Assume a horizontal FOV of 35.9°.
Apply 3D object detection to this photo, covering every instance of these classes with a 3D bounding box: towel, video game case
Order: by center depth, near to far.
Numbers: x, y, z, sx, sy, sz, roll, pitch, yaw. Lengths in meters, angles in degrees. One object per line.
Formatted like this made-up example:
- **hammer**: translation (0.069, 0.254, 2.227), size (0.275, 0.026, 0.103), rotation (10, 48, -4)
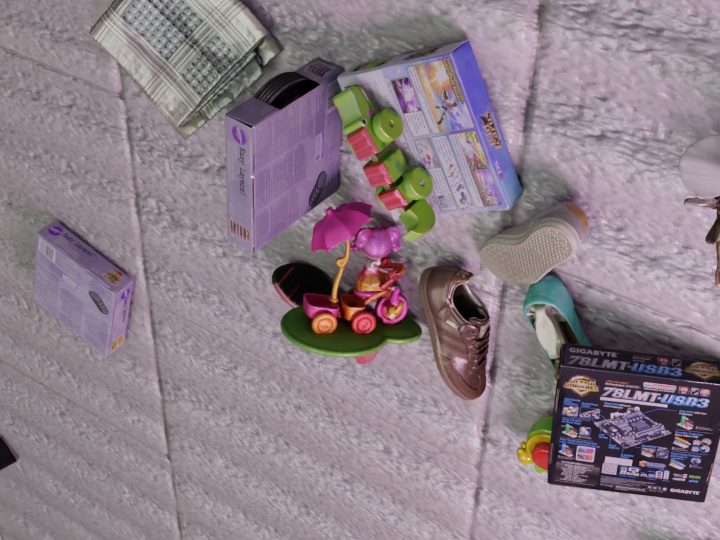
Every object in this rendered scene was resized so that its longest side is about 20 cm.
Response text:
- **video game case**: translation (0.084, -0.164, 1.341), size (0.180, 0.045, 0.201), rotation (-2, 119, 43)
- **towel**: translation (-0.228, -0.296, 1.441), size (0.192, 0.035, 0.200), rotation (-39, 102, 20)

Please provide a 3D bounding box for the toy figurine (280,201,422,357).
- **toy figurine**: translation (0.000, 0.000, 1.484), size (0.150, 0.198, 0.185), rotation (-119, 34, -62)

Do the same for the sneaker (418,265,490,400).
- **sneaker**: translation (0.138, 0.088, 1.470), size (0.075, 0.070, 0.201), rotation (-2, 119, 40)

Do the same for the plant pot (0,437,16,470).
- **plant pot**: translation (-0.958, 0.421, 2.589), size (0.199, 0.199, 0.178), rotation (-18, 98, 47)

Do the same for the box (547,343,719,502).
- **box**: translation (0.332, 0.187, 1.347), size (0.198, 0.050, 0.200), rotation (5, 125, 10)

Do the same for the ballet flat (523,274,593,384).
- **ballet flat**: translation (0.253, 0.103, 1.382), size (0.067, 0.070, 0.201), rotation (-13, 112, 42)

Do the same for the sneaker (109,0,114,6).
- **sneaker**: translation (-0.302, -0.364, 1.492), size (0.076, 0.081, 0.201), rotation (-24, 102, 49)

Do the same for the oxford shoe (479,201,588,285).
- **oxford shoe**: translation (0.210, -0.032, 1.332), size (0.075, 0.058, 0.200), rotation (45, 154, -7)

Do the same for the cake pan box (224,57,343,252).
- **cake pan box**: translation (-0.094, -0.148, 1.401), size (0.052, 0.184, 0.201), rotation (25, 135, 24)

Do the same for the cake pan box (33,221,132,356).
- **cake pan box**: translation (-0.501, 0.033, 1.981), size (0.199, 0.052, 0.185), rotation (34, 135, 15)

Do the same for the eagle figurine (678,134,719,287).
- **eagle figurine**: translation (0.422, -0.080, 1.061), size (0.200, 0.150, 0.153), rotation (-12, 102, 57)

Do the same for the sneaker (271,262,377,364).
- **sneaker**: translation (-0.054, 0.070, 1.621), size (0.200, 0.074, 0.087), rotation (36, 142, 16)

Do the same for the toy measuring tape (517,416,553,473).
- **toy measuring tape**: translation (0.282, 0.218, 1.454), size (0.199, 0.074, 0.074), rotation (-23, 104, 40)

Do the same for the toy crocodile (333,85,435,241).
- **toy crocodile**: translation (0.028, -0.128, 1.336), size (0.067, 0.062, 0.201), rotation (-15, 110, 46)
